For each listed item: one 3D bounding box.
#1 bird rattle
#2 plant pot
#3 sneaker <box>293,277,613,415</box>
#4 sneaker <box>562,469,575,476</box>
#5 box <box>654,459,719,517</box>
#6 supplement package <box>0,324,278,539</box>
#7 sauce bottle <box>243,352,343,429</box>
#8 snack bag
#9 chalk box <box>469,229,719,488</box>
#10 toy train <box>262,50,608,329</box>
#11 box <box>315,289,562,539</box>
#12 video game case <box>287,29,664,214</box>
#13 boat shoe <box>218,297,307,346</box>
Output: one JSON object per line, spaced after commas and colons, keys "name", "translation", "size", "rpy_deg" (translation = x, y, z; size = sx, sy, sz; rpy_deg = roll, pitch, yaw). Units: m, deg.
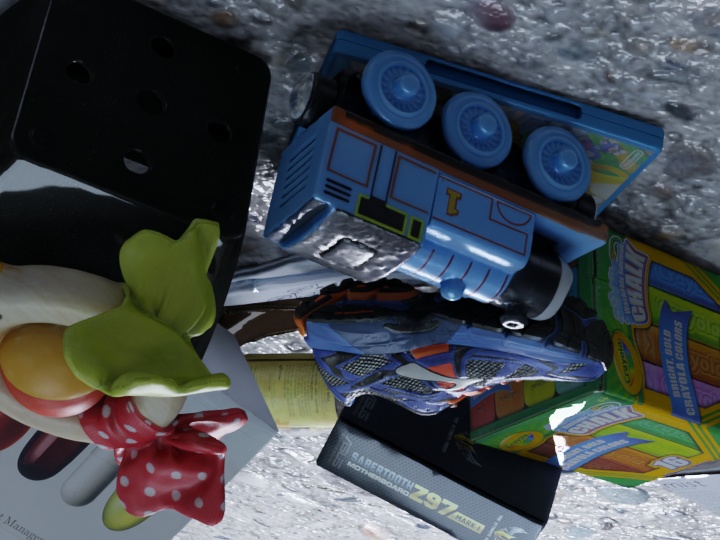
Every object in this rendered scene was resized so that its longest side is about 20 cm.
{"name": "bird rattle", "translation": [-0.138, 0.051, 0.753], "size": [0.163, 0.113, 0.200], "rpy_deg": [15, 147, 1]}
{"name": "plant pot", "translation": [-0.156, -0.052, 0.815], "size": [0.199, 0.200, 0.177], "rpy_deg": [22, 141, -21]}
{"name": "sneaker", "translation": [0.059, 0.049, 0.847], "size": [0.200, 0.075, 0.078], "rpy_deg": [3, 118, 27]}
{"name": "sneaker", "translation": [0.137, 0.137, 1.220], "size": [0.200, 0.070, 0.108], "rpy_deg": [14, 162, -21]}
{"name": "box", "translation": [0.362, 0.146, 1.102], "size": [0.176, 0.097, 0.200], "rpy_deg": [29, 151, -33]}
{"name": "supplement package", "translation": [-0.206, 0.102, 0.998], "size": [0.191, 0.200, 0.147], "rpy_deg": [40, -172, -32]}
{"name": "sauce bottle", "translation": [-0.020, 0.099, 1.125], "size": [0.200, 0.065, 0.065], "rpy_deg": [-1, 153, 18]}
{"name": "snack bag", "translation": [0.000, 0.000, 0.932], "size": [0.188, 0.021, 0.200], "rpy_deg": [-4, 174, -36]}
{"name": "chalk box", "translation": [0.152, 0.056, 0.926], "size": [0.200, 0.124, 0.125], "rpy_deg": [18, 149, -31]}
{"name": "toy train", "translation": [0.045, -0.040, 0.772], "size": [0.200, 0.114, 0.087], "rpy_deg": [22, 155, -22]}
{"name": "box", "translation": [0.072, 0.106, 1.002], "size": [0.158, 0.200, 0.051], "rpy_deg": [28, 122, 3]}
{"name": "video game case", "translation": [0.064, -0.077, 0.844], "size": [0.200, 0.018, 0.143], "rpy_deg": [16, 157, -8]}
{"name": "boat shoe", "translation": [-0.114, 0.047, 1.134], "size": [0.202, 0.075, 0.075], "rpy_deg": [-4, 152, 32]}
